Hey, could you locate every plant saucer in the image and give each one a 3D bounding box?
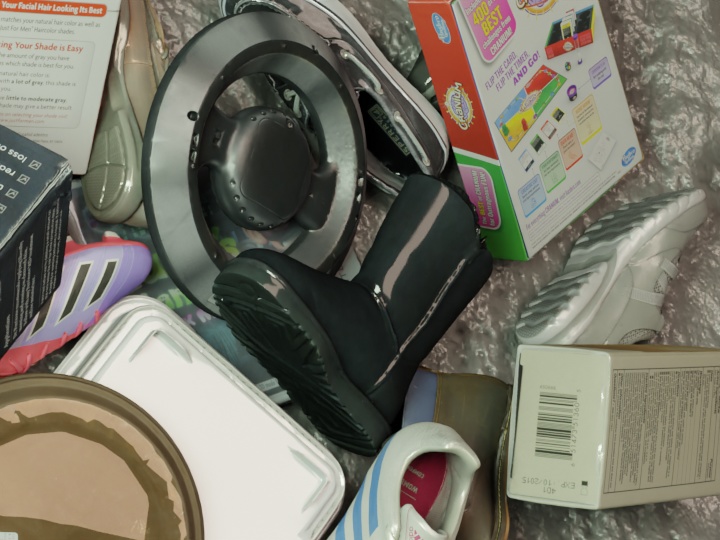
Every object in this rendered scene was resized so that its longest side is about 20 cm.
[{"bbox_3d":[-0.185,0.160,1.551,0.199,0.029,0.202,1,86,-18],"label":"plant saucer"}]

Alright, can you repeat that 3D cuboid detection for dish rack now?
[{"bbox_3d":[-0.111,0.128,1.624,0.200,0.043,0.172,42,65,-11],"label":"dish rack"}]

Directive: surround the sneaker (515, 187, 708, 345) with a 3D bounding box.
[{"bbox_3d":[0.187,0.015,1.877,0.200,0.075,0.082,-44,110,-31],"label":"sneaker"}]

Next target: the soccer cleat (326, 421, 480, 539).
[{"bbox_3d":[0.010,0.185,1.637,0.070,0.086,0.201,29,81,-20],"label":"soccer cleat"}]

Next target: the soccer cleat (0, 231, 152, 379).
[{"bbox_3d":[-0.210,0.036,1.602,0.199,0.067,0.077,-18,75,-29],"label":"soccer cleat"}]

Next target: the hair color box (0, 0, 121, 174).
[{"bbox_3d":[-0.210,-0.164,1.623,0.110,0.201,0.064,1,25,-32],"label":"hair color box"}]

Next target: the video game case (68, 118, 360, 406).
[{"bbox_3d":[-0.087,0.005,1.726,0.199,0.023,0.183,-18,80,-36],"label":"video game case"}]

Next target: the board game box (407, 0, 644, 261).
[{"bbox_3d":[0.119,-0.131,1.847,0.153,0.040,0.201,-38,121,-39],"label":"board game box"}]

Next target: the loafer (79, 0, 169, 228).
[{"bbox_3d":[-0.149,-0.112,1.705,0.063,0.072,0.201,18,51,-37],"label":"loafer"}]

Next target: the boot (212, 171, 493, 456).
[{"bbox_3d":[0.000,0.000,1.680,0.169,0.076,0.200,-59,139,-22],"label":"boot"}]

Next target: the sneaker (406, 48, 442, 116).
[{"bbox_3d":[0.076,-0.190,1.898,0.079,0.076,0.200,26,59,14],"label":"sneaker"}]

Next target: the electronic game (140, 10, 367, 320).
[{"bbox_3d":[-0.065,-0.066,1.691,0.199,0.041,0.202,-4,96,-48],"label":"electronic game"}]

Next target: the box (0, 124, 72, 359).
[{"bbox_3d":[-0.299,-0.006,1.493,0.199,0.124,0.197,28,52,11],"label":"box"}]

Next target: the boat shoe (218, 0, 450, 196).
[{"bbox_3d":[-0.021,-0.124,1.788,0.200,0.072,0.068,45,31,-16],"label":"boat shoe"}]

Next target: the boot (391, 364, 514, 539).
[{"bbox_3d":[0.051,0.154,1.732,0.096,0.075,0.201,20,59,-2],"label":"boot"}]

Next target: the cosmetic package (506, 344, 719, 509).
[{"bbox_3d":[0.178,0.101,1.757,0.200,0.071,0.106,5,90,-57],"label":"cosmetic package"}]
